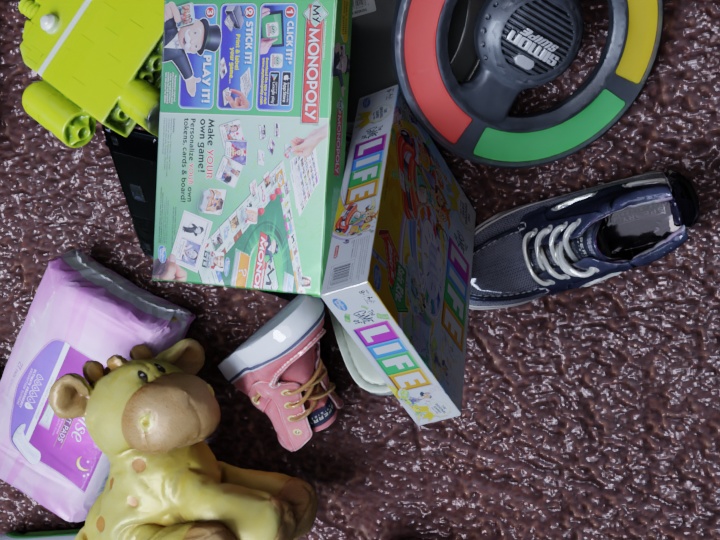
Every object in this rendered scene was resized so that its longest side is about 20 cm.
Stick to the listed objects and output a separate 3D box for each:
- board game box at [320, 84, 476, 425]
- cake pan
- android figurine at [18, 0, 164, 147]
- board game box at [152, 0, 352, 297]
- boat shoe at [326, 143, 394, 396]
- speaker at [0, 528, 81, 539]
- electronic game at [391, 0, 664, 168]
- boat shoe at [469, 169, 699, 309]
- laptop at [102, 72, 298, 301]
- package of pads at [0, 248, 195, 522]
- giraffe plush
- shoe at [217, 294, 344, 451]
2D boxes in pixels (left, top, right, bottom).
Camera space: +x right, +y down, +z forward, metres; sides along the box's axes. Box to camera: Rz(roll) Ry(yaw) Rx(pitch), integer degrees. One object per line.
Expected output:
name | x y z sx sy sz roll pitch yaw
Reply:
board game box | 0.032 -0.015 0.793 0.034 0.200 0.135 -17 130 24
cake pan | 0.001 -0.196 0.867 0.200 0.037 0.201 1 93 18
android figurine | -0.193 -0.186 0.892 0.200 0.041 0.182 38 94 31
board game box | -0.076 -0.087 0.793 0.134 0.029 0.200 6 95 22
boat shoe | 0.000 0.000 0.892 0.072 0.061 0.201 -16 75 10
speaker | -0.233 0.261 0.987 0.200 0.088 0.089 -7 97 16
electronic game | 0.119 -0.166 0.809 0.200 0.042 0.200 -6 117 -12
boat shoe | 0.146 -0.019 0.839 0.200 0.093 0.075 -24 92 17
laptop | -0.101 -0.099 0.896 0.177 0.103 0.200 16 132 34
package of pads | -0.232 0.096 0.965 0.120 0.076 0.200 29 105 10
giraffe plush | -0.146 0.139 0.876 0.200 0.173 0.162 -6 97 21
shoe | -0.046 0.078 0.868 0.071 0.200 0.091 -42 92 -21
